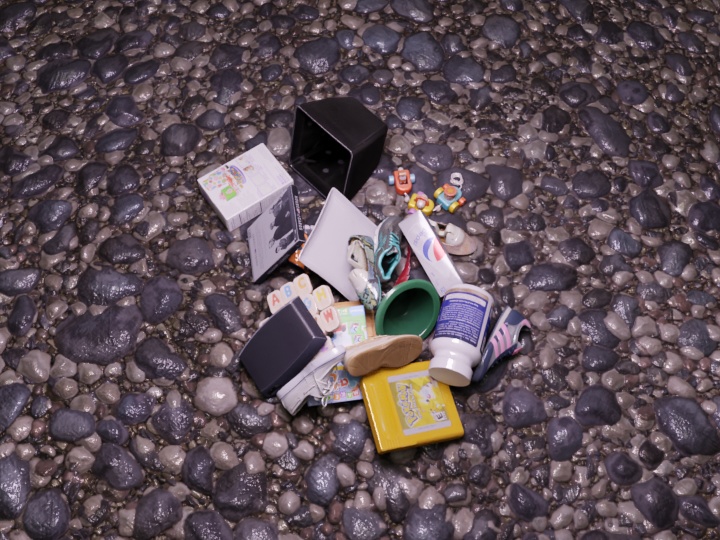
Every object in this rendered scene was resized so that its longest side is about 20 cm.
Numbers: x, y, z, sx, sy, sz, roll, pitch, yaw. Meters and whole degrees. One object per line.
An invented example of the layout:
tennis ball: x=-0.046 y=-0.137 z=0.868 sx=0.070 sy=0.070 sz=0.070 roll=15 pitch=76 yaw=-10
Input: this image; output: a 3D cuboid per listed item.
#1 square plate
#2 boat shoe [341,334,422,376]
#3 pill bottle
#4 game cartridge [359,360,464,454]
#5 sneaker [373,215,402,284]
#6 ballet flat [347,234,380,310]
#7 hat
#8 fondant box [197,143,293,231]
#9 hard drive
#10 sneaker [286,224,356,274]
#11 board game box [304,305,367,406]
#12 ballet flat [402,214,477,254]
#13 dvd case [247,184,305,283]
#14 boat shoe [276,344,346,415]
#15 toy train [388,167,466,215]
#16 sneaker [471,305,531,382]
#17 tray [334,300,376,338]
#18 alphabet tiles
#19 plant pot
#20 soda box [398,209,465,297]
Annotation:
square plate: x=-0.042 y=-0.054 z=1.592 sx=0.199 sy=0.028 sz=0.200 roll=39 pitch=64 yaw=-31
boat shoe: x=0.043 y=0.169 z=1.460 sx=0.197 sy=0.075 sz=0.069 roll=-8 pitch=23 yaw=-32
pill bottle: x=0.217 y=0.142 z=1.488 sx=0.114 sy=0.116 sz=0.203 roll=17 pitch=63 yaw=7
game cartridge: x=0.106 y=0.285 z=1.451 sx=0.197 sy=0.033 sz=0.179 roll=-4 pitch=61 yaw=-25
sneaker: x=0.068 y=-0.044 z=1.604 sx=0.077 sy=0.091 sz=0.203 roll=32 pitch=65 yaw=-25
ballet flat: x=0.000 y=0.000 z=1.530 sx=0.073 sy=0.075 sz=0.202 roll=-4 pitch=48 yaw=-4
hat: x=0.077 y=0.067 z=1.586 sx=0.197 sy=0.168 sz=0.176 roll=-17 pitch=28 yaw=-25
fondant box: x=-0.286 y=-0.211 z=1.713 sx=0.198 sy=0.059 sz=0.145 roll=-33 pitch=68 yaw=-19
hard drive: x=-0.174 y=0.165 z=1.465 sx=0.200 sy=0.042 sz=0.136 roll=-45 pitch=66 yaw=19
sneaker: x=-0.102 y=-0.047 z=1.632 sx=0.196 sy=0.077 sz=0.114 roll=3 pitch=83 yaw=-17
board game box: x=-0.053 y=0.186 z=1.496 sx=0.148 sy=0.037 sz=0.204 roll=-6 pitch=79 yaw=-6
ballet flat: x=0.192 y=-0.090 z=1.663 sx=0.196 sy=0.068 sz=0.069 roll=14 pitch=61 yaw=5
dvd case: x=-0.199 y=-0.082 z=1.583 sx=0.024 sy=0.199 sz=0.153 roll=12 pitch=54 yaw=-37
boat shoe: x=-0.087 y=0.238 z=1.405 sx=0.201 sy=0.074 sz=0.087 roll=-41 pitch=77 yaw=23
toy train: x=0.173 y=-0.212 z=1.734 sx=0.196 sy=0.056 sz=0.153 roll=-2 pitch=62 yaw=-3
sneaker: x=0.316 y=0.176 z=1.527 sx=0.081 sy=0.070 sz=0.201 roll=31 pitch=70 yaw=7
tray: x=-0.066 y=0.126 z=1.556 sx=0.196 sy=0.037 sz=0.100 roll=-6 pitch=62 yaw=-4
alphabet tiles: x=-0.133 y=0.118 z=1.480 sx=0.198 sy=0.015 sz=0.198 roll=-30 pitch=69 yaw=24
plant pot: x=-0.045 y=-0.317 z=1.711 sx=0.199 sy=0.201 sz=0.177 roll=41 pitch=57 yaw=18
soda box: x=0.168 y=-0.039 z=1.597 sx=0.063 sy=0.068 sz=0.202 roll=-31 pitch=80 yaw=13
